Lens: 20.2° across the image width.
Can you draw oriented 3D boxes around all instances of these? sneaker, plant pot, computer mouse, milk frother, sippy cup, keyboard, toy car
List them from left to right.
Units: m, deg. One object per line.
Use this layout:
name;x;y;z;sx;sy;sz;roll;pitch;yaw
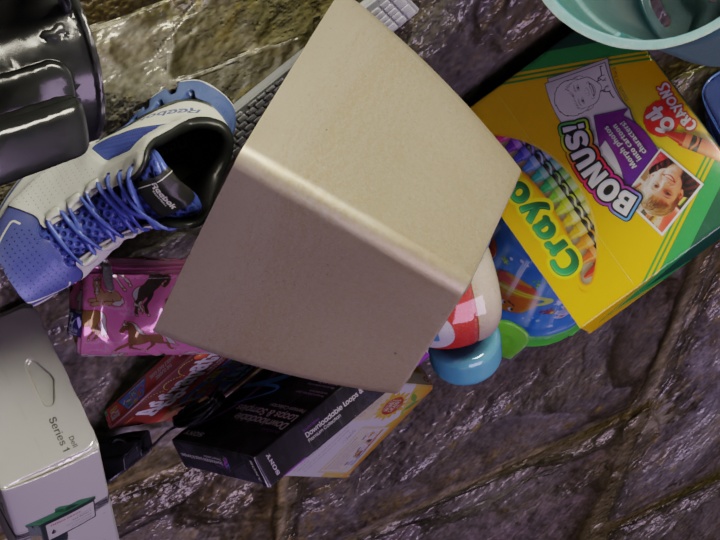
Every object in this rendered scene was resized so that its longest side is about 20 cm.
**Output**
milk frother;-0.255;-0.143;1.176;0.187;0.180;0.201;-20;107;-23
sneaker;-0.164;-0.054;1.384;0.199;0.115;0.081;-37;109;-3
computer mouse;-0.186;0.141;1.728;0.200;0.034;0.059;-33;-176;34
keyboard;-0.044;-0.141;1.497;0.200;0.011;0.056;-37;152;9
plant pot;-0.004;-0.035;1.418;0.200;0.176;0.200;-59;-177;46
toy car;0.000;0.000;1.618;0.199;0.178;0.185;-16;140;-5
sippy cup;0.154;-0.022;1.735;0.139;0.179;0.131;-10;156;-15
plant pot;0.239;-0.238;1.459;0.200;0.201;0.196;-41;159;15

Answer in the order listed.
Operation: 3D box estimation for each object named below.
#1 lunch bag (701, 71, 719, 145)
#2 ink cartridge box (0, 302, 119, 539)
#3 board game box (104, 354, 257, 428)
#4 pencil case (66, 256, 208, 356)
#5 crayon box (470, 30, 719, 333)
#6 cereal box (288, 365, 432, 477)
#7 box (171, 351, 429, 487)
lunch bag;0.398;-0.103;1.809;0.135;0.201;0.132;-30;150;8
ink cartridge box;-0.257;0.143;1.585;0.084;0.147;0.200;-23;150;-14
board game box;-0.126;0.079;1.705;0.102;0.020;0.200;-4;154;-40
pencil case;-0.121;0.024;1.529;0.198;0.083;0.087;0;179;-5
crayon box;0.192;-0.081;1.626;0.172;0.201;0.058;-36;167;6
cereal box;-0.039;0.137;1.913;0.144;0.040;0.199;-46;149;23
box;-0.049;0.106;1.716;0.200;0.036;0.143;-39;-158;-27
